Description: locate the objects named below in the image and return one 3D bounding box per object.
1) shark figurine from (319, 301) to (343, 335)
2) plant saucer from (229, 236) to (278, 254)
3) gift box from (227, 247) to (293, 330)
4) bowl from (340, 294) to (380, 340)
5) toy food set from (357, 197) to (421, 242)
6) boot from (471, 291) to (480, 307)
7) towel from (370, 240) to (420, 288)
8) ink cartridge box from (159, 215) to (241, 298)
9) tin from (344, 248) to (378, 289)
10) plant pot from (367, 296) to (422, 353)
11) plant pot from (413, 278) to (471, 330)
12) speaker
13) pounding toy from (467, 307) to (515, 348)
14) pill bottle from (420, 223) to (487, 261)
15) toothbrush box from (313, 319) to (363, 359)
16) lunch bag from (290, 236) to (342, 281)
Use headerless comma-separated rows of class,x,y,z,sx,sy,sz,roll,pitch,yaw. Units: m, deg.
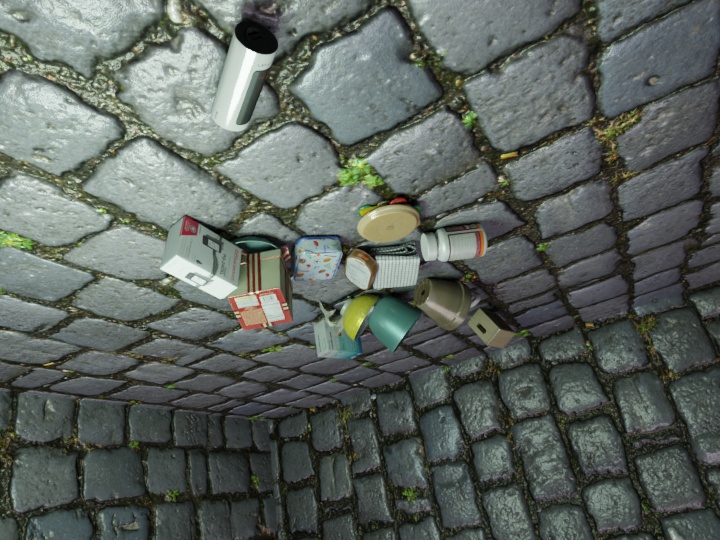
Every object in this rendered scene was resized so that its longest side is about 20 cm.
shark figurine,-0.118,0.194,2.130,0.214,0.089,0.129,16,111,-56
plant saucer,-0.344,-0.053,1.576,0.198,0.036,0.200,-9,153,-4
gift box,-0.293,0.039,1.541,0.183,0.188,0.201,-7,135,-3
bowl,-0.016,0.168,2.048,0.107,0.201,0.201,30,155,10
toy food set,0.087,-0.149,1.541,0.198,0.049,0.198,-12,154,2
boot,0.415,0.136,2.218,0.199,0.074,0.095,-23,159,25
towel,0.116,-0.018,1.779,0.164,0.086,0.201,-3,150,0
ink cartridge box,-0.430,-0.033,1.410,0.083,0.146,0.199,-30,135,30
tin,0.000,0.000,1.745,0.111,0.042,0.200,29,153,9
plant pot,0.125,0.198,2.030,0.201,0.160,0.201,-51,169,-14
plant pot,0.313,0.115,2.039,0.172,0.201,0.200,24,141,-24
speaker,-0.221,-0.358,0.959,0.081,0.082,0.200,4,150,-28
pounding toy,0.619,0.284,2.498,0.183,0.200,0.143,16,115,-43
pill bottle,0.304,-0.088,1.680,0.198,0.111,0.110,-7,154,-7
toothbrush box,-0.099,0.308,2.280,0.199,0.148,0.085,12,146,-37
lunch bag,-0.139,-0.035,1.654,0.159,0.076,0.200,-5,153,-18
